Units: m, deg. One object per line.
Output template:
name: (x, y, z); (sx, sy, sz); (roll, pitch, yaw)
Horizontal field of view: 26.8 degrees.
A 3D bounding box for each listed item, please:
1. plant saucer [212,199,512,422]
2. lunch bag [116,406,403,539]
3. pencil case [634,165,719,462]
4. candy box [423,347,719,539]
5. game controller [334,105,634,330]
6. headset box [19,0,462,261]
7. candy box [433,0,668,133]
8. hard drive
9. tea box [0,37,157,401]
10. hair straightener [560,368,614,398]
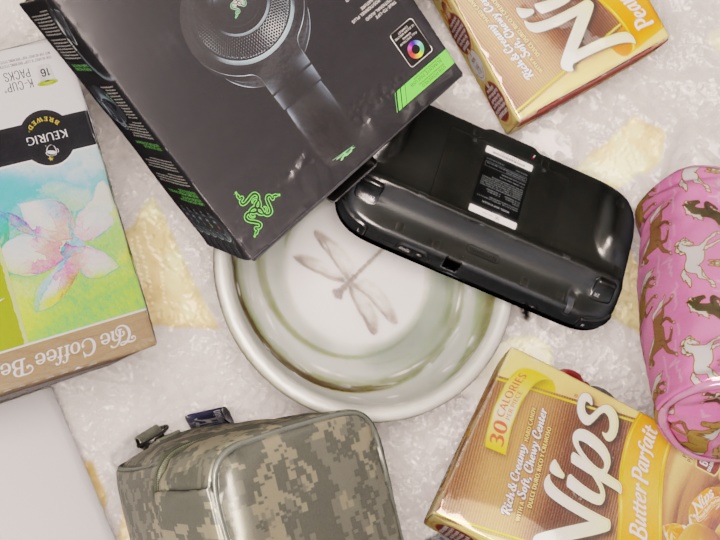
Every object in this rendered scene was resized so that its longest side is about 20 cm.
plant saucer: (0.000, 0.000, 0.977); (0.198, 0.050, 0.202); (3, 77, -14)
lunch bag: (-0.067, 0.186, 0.922); (0.139, 0.167, 0.202); (-15, 90, -42)
pencil case: (0.219, 0.022, 0.937); (0.086, 0.201, 0.083); (31, 129, -24)
candy box: (0.152, 0.146, 0.921); (0.199, 0.055, 0.116); (27, 74, 2)
game controller: (0.083, -0.039, 0.968); (0.198, 0.042, 0.105); (23, 58, -10)
headset box: (-0.064, -0.129, 0.882); (0.174, 0.093, 0.201); (-41, 110, -13)
candy box: (0.101, -0.207, 0.996); (0.115, 0.055, 0.201); (-29, 89, -5)
hard drive: (-0.209, 0.185, 0.932); (0.131, 0.025, 0.202); (-18, 80, -44)
tea box: (-0.254, -0.013, 0.905); (0.198, 0.133, 0.199); (-18, 90, -25)
hair straightener: (0.103, 0.159, 0.973); (0.041, 0.077, 0.201); (40, 84, -27)
